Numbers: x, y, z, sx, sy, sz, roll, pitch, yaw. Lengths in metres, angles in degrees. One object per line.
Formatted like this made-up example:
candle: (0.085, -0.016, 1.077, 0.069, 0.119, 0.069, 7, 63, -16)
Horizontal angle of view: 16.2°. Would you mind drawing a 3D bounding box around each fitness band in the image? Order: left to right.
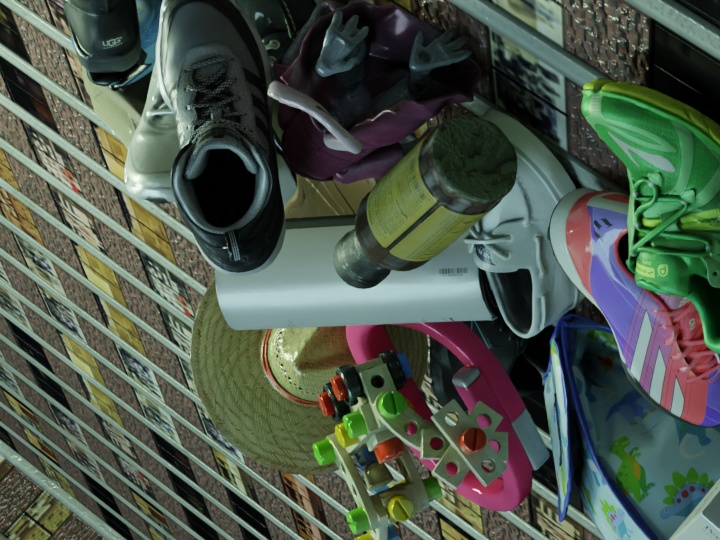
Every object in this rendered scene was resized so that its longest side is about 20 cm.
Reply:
fitness band: (0.062, 0.097, 1.870, 0.144, 0.037, 0.200, 14, 140, 48)

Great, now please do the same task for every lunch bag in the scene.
lunch bag: (0.198, 0.131, 1.783, 0.200, 0.127, 0.170, 53, 171, 15)

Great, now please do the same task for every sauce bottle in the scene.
sauce bottle: (0.035, -0.039, 1.645, 0.065, 0.065, 0.200, 43, 150, -5)

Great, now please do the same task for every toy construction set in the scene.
toy construction set: (0.026, 0.129, 1.825, 0.200, 0.092, 0.131, -38, 71, 60)

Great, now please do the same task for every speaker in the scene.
speaker: (0.000, 0.000, 1.788, 0.200, 0.081, 0.081, -3, 143, 19)

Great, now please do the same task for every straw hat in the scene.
straw hat: (-0.024, 0.057, 1.946, 0.201, 0.201, 0.085, 45, 159, -10)

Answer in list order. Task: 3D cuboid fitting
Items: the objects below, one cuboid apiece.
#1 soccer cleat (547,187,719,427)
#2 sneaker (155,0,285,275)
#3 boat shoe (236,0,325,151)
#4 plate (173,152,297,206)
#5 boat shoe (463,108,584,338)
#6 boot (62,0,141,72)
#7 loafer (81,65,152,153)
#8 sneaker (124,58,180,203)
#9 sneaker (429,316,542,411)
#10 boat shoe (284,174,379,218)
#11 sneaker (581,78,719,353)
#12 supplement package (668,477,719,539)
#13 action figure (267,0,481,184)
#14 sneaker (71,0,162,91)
soccer cleat: (0.197, 0.029, 1.623, 0.073, 0.068, 0.200, 6, 138, 56)
sneaker: (-0.091, -0.097, 1.637, 0.114, 0.075, 0.200, 72, -173, -88)
boat shoe: (-0.054, -0.150, 1.737, 0.076, 0.060, 0.200, 29, 159, 37)
plate: (-0.116, -0.068, 2.117, 0.200, 0.032, 0.200, 32, 160, 32)
boat shoe: (0.102, -0.026, 1.683, 0.072, 0.069, 0.200, 33, 160, 27)
boot: (-0.194, -0.260, 1.748, 0.200, 0.066, 0.165, 86, 163, -54)
loafer: (-0.145, -0.109, 2.008, 0.200, 0.076, 0.068, 47, 154, 17)
sneaker: (-0.122, -0.126, 1.755, 0.075, 0.200, 0.081, 2, 134, 13)
sneaker: (0.082, 0.027, 1.886, 0.079, 0.075, 0.200, 0, 138, 21)
boat shoe: (-0.007, -0.060, 1.875, 0.073, 0.063, 0.200, 57, 160, 4)
sneaker: (0.188, -0.029, 1.465, 0.200, 0.084, 0.074, 51, 161, -25)
supplement package: (0.316, 0.168, 1.539, 0.200, 0.156, 0.111, 40, 162, 8)
action figure: (-0.005, -0.093, 1.647, 0.134, 0.149, 0.200, 37, 149, -5)
sneaker: (-0.185, -0.180, 1.898, 0.078, 0.090, 0.200, 46, 162, -14)
